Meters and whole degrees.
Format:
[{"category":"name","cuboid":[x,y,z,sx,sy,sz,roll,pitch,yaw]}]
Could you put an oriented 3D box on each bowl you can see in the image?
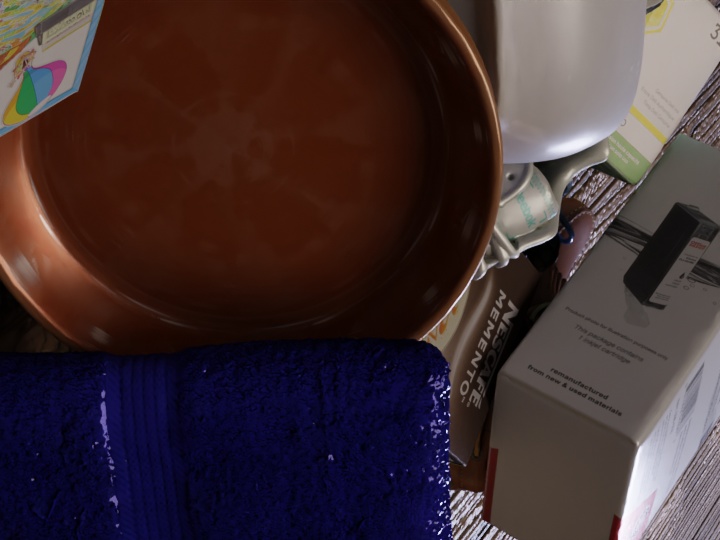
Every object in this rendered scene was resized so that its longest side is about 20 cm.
[{"category":"bowl","cuboid":[0.004,-0.128,0.708,0.075,0.199,0.200,-50,141,-51]}]

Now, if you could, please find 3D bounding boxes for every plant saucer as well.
[{"category":"plant saucer","cuboid":[-0.048,-0.043,0.684,0.032,0.200,0.201,-87,177,-62]}]

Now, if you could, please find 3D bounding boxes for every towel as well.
[{"category":"towel","cuboid":[-0.062,0.096,0.714,0.050,0.200,0.148,-92,179,-57]}]

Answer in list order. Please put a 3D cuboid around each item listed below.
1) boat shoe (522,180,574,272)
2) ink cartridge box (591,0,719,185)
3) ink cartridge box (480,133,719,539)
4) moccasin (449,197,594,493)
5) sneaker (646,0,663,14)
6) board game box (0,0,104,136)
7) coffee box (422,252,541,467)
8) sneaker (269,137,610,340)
[{"category":"boat shoe","cuboid":[0.082,-0.016,1.026,0.084,0.069,0.200,44,62,-61]},{"category":"ink cartridge box","cuboid":[0.145,-0.166,0.969,0.145,0.048,0.200,37,86,-37]},{"category":"ink cartridge box","cuboid":[0.154,0.046,0.999,0.200,0.084,0.144,-49,156,-32]},{"category":"moccasin","cuboid":[0.091,0.040,1.059,0.201,0.078,0.074,-56,149,-35]},{"category":"sneaker","cuboid":[0.070,-0.153,0.808,0.200,0.077,0.085,-117,-174,-62]},{"category":"board game box","cuboid":[-0.151,-0.064,0.532,0.200,0.034,0.135,-38,164,-39]},{"category":"coffee box","cuboid":[0.000,0.000,0.884,0.200,0.080,0.115,43,65,-52]},{"category":"sneaker","cuboid":[0.034,-0.025,0.786,0.200,0.080,0.071,-49,137,-33]}]
